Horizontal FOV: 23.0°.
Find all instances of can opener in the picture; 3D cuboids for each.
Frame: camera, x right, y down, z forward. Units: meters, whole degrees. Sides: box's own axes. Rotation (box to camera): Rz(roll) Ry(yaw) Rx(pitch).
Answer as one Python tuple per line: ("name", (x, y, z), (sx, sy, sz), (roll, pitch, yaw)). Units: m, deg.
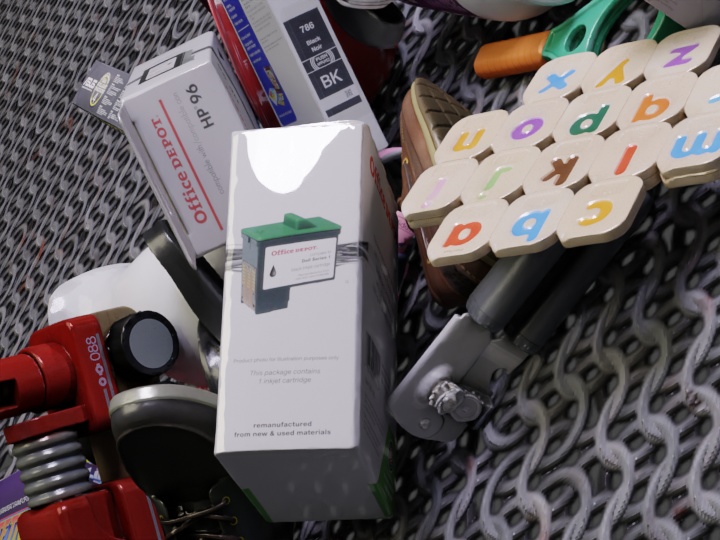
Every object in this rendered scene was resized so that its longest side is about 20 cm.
("can opener", (-0.036, -0.227, 1.221), (0.200, 0.053, 0.066), (53, 141, 35))
("can opener", (0.084, 0.017, 1.010), (0.200, 0.053, 0.066), (-51, 26, 20))

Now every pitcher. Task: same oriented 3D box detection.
("pitcher", (-0.109, 0.018, 1.309), (0.200, 0.121, 0.172), (-9, 14, 46))

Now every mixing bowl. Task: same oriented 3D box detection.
("mixing bowl", (-0.039, -0.191, 1.334), (0.108, 0.200, 0.200), (-21, 36, 9))

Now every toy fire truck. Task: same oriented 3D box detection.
("toy fire truck", (-0.201, 0.123, 1.162), (0.129, 0.200, 0.176), (-19, 85, 50))

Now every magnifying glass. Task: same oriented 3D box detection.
("magnifying glass", (0.134, -0.144, 1.120), (0.200, 0.022, 0.080), (-3, 62, 62))

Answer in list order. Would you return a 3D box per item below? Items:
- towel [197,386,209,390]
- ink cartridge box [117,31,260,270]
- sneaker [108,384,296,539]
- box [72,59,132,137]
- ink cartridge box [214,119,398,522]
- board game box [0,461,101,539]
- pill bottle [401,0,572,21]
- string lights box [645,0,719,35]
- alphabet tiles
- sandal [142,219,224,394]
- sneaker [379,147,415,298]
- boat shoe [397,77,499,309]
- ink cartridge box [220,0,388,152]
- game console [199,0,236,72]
("towel", (-0.116, 0.151, 1.286), (0.145, 0.022, 0.200), (-52, 26, 18))
("ink cartridge box", (-0.104, -0.084, 1.181), (0.068, 0.116, 0.200), (-25, 15, 3))
("sneaker", (-0.089, 0.153, 1.065), (0.075, 0.200, 0.106), (-14, 52, 18))
("box", (-0.133, -0.100, 1.413), (0.049, 0.161, 0.200), (-61, 24, 0))
("ink cartridge box", (-0.027, 0.032, 1.039), (0.146, 0.084, 0.200), (69, -160, -65))
("board game box", (-0.254, 0.233, 1.394), (0.200, 0.057, 0.165), (-29, 44, 56))
("pill bottle", (0.085, -0.225, 1.190), (0.112, 0.112, 0.200), (-61, 25, 0))
("string lights box", (0.172, -0.239, 1.049), (0.059, 0.103, 0.200), (-43, 31, 35))
("alphabet tiles", (0.121, -0.068, 0.966), (0.200, 0.015, 0.196), (-8, 34, 35))
("sandal", (-0.084, 0.057, 1.160), (0.048, 0.200, 0.075), (-39, -12, 5))
("sneaker", (0.000, 0.000, 1.166), (0.082, 0.070, 0.200), (-38, 36, 44))
("boat shoe", (0.051, -0.053, 1.121), (0.068, 0.072, 0.200), (-47, 31, 23))
("ink cartridge box", (-0.052, -0.161, 1.198), (0.039, 0.200, 0.099), (-29, 8, -16))
("game console", (-0.086, -0.262, 1.541), (0.200, 0.119, 0.172), (-42, 31, 37))
